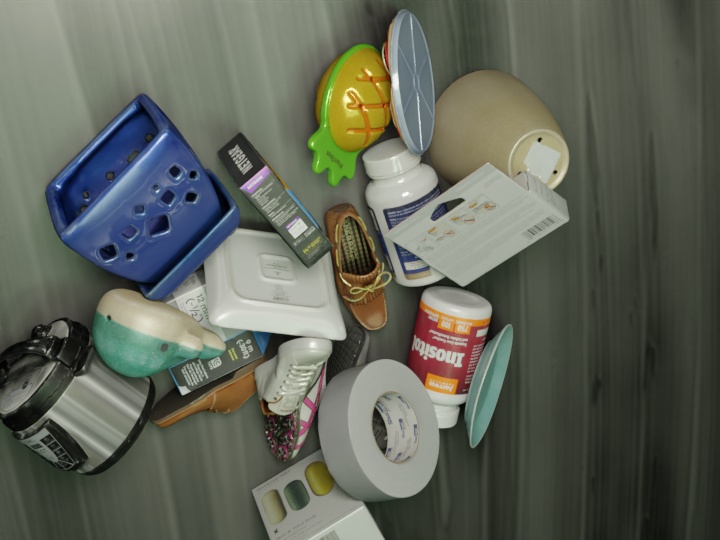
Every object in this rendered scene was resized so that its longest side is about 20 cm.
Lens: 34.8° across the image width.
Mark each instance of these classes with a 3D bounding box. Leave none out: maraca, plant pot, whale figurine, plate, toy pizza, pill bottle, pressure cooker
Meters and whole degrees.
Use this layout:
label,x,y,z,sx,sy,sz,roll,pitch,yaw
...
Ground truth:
label,x,y,z,sx,sy,sz,roll,pitch,yaw
maraca,-0.014,-0.218,1.604,0.137,0.106,0.202,33,76,-50
plant pot,0.216,-0.179,1.653,0.185,0.200,0.190,-6,109,-16
whale figurine,-0.273,0.096,1.543,0.199,0.158,0.105,24,88,-55
plate,0.196,0.178,1.797,0.025,0.200,0.202,17,106,17
plate,-0.121,0.007,1.614,0.197,0.201,0.032,8,132,-20
toy pizza,0.064,-0.260,1.598,0.031,0.200,0.202,-3,113,18
pill bottle,0.071,-0.088,1.687,0.110,0.111,0.202,-23,114,-8
plant pot,-0.283,-0.089,1.533,0.200,0.200,0.180,-45,121,0
pressure cooker,-0.408,0.165,1.587,0.176,0.179,0.200,-47,118,2
pill bottle,0.130,0.135,1.781,0.112,0.113,0.202,6,106,-19

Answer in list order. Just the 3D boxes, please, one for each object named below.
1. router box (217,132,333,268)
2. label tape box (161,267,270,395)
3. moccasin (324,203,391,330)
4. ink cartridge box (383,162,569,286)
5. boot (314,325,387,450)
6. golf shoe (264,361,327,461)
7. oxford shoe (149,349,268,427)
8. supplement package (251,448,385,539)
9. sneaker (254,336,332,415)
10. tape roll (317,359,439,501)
label,x,y,z,sx,sy,sz,roll,pitch,yaw
router box,-0.119,-0.099,1.573,0.051,0.200,0.149,-40,115,0
label tape box,-0.205,0.071,1.680,0.198,0.066,0.144,-25,114,-6
moccasin,0.002,0.000,1.713,0.073,0.078,0.204,-15,112,-12
ink cartridge box,0.156,-0.071,1.575,0.173,0.044,0.199,31,131,-34
boot,0.012,0.182,1.796,0.130,0.070,0.202,7,112,-27
golf shoe,-0.087,0.203,1.757,0.091,0.072,0.202,-10,124,-43
oxford shoe,-0.219,0.191,1.715,0.198,0.071,0.072,-26,118,-9
supplement package,-0.054,0.404,1.766,0.151,0.200,0.152,-30,114,-5
sneaker,-0.090,0.154,1.619,0.072,0.200,0.086,4,66,-24
tape roll,0.029,0.235,1.684,0.199,0.066,0.203,21,61,-42
